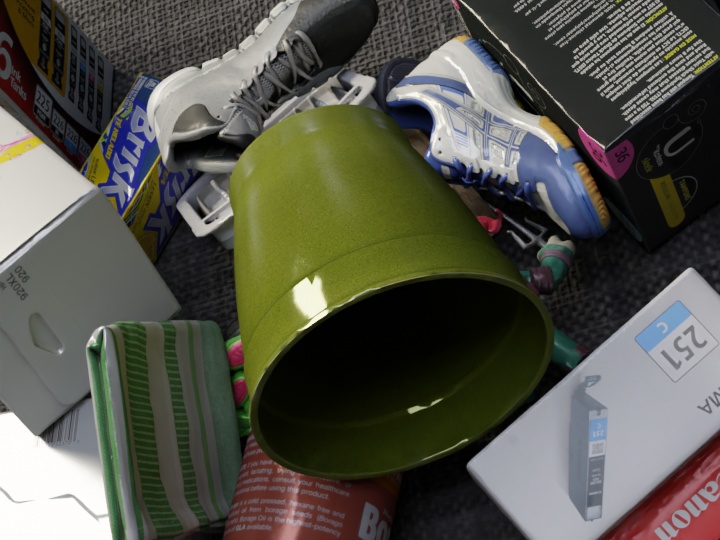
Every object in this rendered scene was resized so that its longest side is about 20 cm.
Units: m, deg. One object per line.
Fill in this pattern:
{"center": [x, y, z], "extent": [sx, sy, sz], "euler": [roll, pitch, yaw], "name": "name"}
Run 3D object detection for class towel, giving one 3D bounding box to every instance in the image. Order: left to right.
{"center": [-0.125, 0.108, 1.338], "extent": [0.023, 0.200, 0.153], "euler": [-11, 85, 19], "name": "towel"}

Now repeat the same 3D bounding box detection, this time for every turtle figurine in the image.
{"center": [0.099, 0.043, 1.385], "extent": [0.150, 0.101, 0.200], "euler": [-43, 64, 10], "name": "turtle figurine"}

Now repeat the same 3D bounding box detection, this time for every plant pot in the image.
{"center": [0.000, 0.000, 1.301], "extent": [0.200, 0.200, 0.193], "euler": [-28, 51, 8], "name": "plant pot"}

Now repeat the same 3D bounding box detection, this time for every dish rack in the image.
{"center": [-0.056, -0.080, 1.496], "extent": [0.172, 0.044, 0.200], "euler": [-42, 16, -2], "name": "dish rack"}

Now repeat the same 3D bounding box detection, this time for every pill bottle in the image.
{"center": [-0.031, 0.157, 1.367], "extent": [0.112, 0.112, 0.200], "euler": [2, 65, 25], "name": "pill bottle"}

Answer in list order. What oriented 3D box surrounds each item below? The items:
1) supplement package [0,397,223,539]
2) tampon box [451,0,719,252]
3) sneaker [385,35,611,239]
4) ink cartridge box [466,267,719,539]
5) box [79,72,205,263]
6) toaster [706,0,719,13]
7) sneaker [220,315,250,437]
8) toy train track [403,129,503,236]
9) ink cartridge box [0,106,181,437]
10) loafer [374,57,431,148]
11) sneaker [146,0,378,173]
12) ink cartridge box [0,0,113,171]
{"center": [-0.202, 0.186, 1.423], "extent": [0.200, 0.111, 0.156], "euler": [-10, 56, 18], "name": "supplement package"}
{"center": [0.181, -0.144, 1.415], "extent": [0.126, 0.150, 0.200], "euler": [-37, 55, 0], "name": "tampon box"}
{"center": [0.095, -0.077, 1.404], "extent": [0.088, 0.075, 0.200], "euler": [-34, 54, -8], "name": "sneaker"}
{"center": [0.200, 0.128, 1.287], "extent": [0.200, 0.045, 0.176], "euler": [-42, 76, -2], "name": "ink cartridge box"}
{"center": [-0.186, -0.053, 1.575], "extent": [0.064, 0.070, 0.200], "euler": [21, 73, 30], "name": "box"}
{"center": [0.291, -0.284, 1.429], "extent": [0.200, 0.181, 0.119], "euler": [-35, 52, 1], "name": "toaster"}
{"center": [-0.059, 0.042, 1.476], "extent": [0.077, 0.084, 0.200], "euler": [36, 95, -5], "name": "sneaker"}
{"center": [0.038, -0.049, 1.441], "extent": [0.115, 0.033, 0.200], "euler": [47, 61, 1], "name": "toy train track"}
{"center": [-0.258, -0.012, 1.431], "extent": [0.145, 0.147, 0.200], "euler": [-42, 46, -11], "name": "ink cartridge box"}
{"center": [0.030, -0.061, 1.500], "extent": [0.072, 0.063, 0.200], "euler": [11, 64, -19], "name": "loafer"}
{"center": [-0.066, -0.129, 1.476], "extent": [0.200, 0.075, 0.116], "euler": [-31, 34, 14], "name": "sneaker"}
{"center": [-0.281, -0.174, 1.602], "extent": [0.084, 0.200, 0.176], "euler": [-10, 61, 17], "name": "ink cartridge box"}
